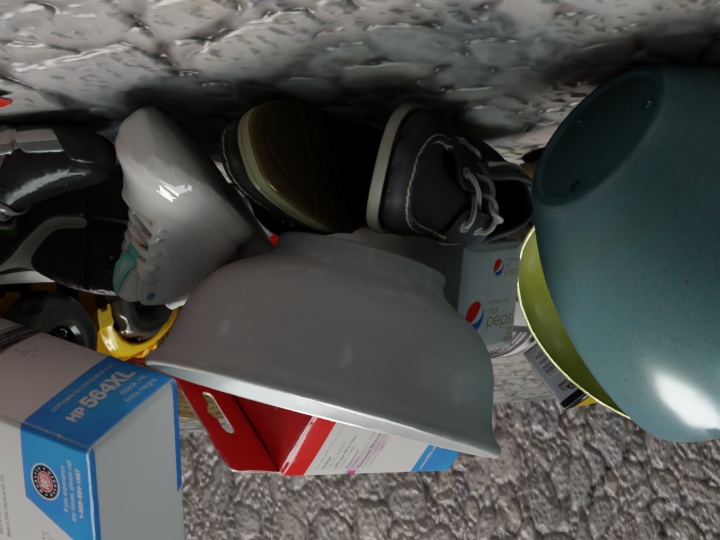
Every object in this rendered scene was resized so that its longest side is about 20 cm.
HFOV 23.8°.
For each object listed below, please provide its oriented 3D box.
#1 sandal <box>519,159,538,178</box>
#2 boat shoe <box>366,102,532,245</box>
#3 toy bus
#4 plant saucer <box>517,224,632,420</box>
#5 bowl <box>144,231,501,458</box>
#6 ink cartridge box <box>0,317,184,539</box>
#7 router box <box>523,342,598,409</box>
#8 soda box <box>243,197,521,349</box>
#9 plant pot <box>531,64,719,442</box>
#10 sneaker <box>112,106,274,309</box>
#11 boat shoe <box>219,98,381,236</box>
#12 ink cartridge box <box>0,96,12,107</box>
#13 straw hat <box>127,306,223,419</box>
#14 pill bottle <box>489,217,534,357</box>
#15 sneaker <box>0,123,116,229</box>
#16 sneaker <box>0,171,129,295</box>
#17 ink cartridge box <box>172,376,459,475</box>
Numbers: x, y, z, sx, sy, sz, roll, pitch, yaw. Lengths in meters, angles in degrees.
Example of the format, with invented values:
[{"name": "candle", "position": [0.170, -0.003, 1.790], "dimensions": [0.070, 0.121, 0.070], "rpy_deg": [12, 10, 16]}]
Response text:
[{"name": "sandal", "position": [0.174, -0.040, 1.149], "dimensions": [0.082, 0.055, 0.200], "rpy_deg": [-11, 169, 31]}, {"name": "boat shoe", "position": [0.055, -0.049, 0.949], "dimensions": [0.063, 0.073, 0.200], "rpy_deg": [15, -176, 16]}, {"name": "toy bus", "position": [-0.206, 0.085, 1.149], "dimensions": [0.135, 0.193, 0.200], "rpy_deg": [4, -157, 36]}, {"name": "plant saucer", "position": [0.197, 0.023, 1.098], "dimensions": [0.200, 0.200, 0.031], "rpy_deg": [-14, -152, 44]}, {"name": "bowl", "position": [-0.010, 0.035, 0.933], "dimensions": [0.200, 0.091, 0.201], "rpy_deg": [14, 172, 2]}, {"name": "ink cartridge box", "position": [-0.206, 0.109, 0.981], "dimensions": [0.200, 0.146, 0.084], "rpy_deg": [18, -145, 25]}, {"name": "router box", "position": [0.227, 0.019, 1.233], "dimensions": [0.200, 0.052, 0.157], "rpy_deg": [-40, 165, 17]}, {"name": "soda box", "position": [0.000, 0.000, 1.067], "dimensions": [0.200, 0.068, 0.064], "rpy_deg": [12, -170, 37]}, {"name": "plant pot", "position": [0.169, -0.030, 0.899], "dimensions": [0.135, 0.200, 0.200], "rpy_deg": [39, 150, -22]}, {"name": "sneaker", "position": [-0.105, -0.019, 0.945], "dimensions": [0.088, 0.075, 0.200], "rpy_deg": [-34, 158, 0]}, {"name": "boat shoe", "position": [-0.033, -0.046, 0.949], "dimensions": [0.065, 0.073, 0.200], "rpy_deg": [-14, 168, 21]}, {"name": "ink cartridge box", "position": [-0.293, -0.063, 0.809], "dimensions": [0.173, 0.044, 0.200], "rpy_deg": [-9, 170, 29]}, {"name": "straw hat", "position": [-0.187, 0.046, 1.363], "dimensions": [0.200, 0.085, 0.201], "rpy_deg": [17, -175, -1]}, {"name": "pill bottle", "position": [0.069, 0.006, 1.199], "dimensions": [0.200, 0.111, 0.111], "rpy_deg": [4, 167, -43]}, {"name": "sneaker", "position": [-0.221, -0.011, 0.932], "dimensions": [0.199, 0.116, 0.075], "rpy_deg": [-8, 170, 19]}, {"name": "sneaker", "position": [-0.202, -0.025, 1.060], "dimensions": [0.200, 0.076, 0.115], "rpy_deg": [0, -178, -17]}, {"name": "ink cartridge box", "position": [-0.023, 0.078, 1.181], "dimensions": [0.200, 0.116, 0.067], "rpy_deg": [4, 127, -42]}]
